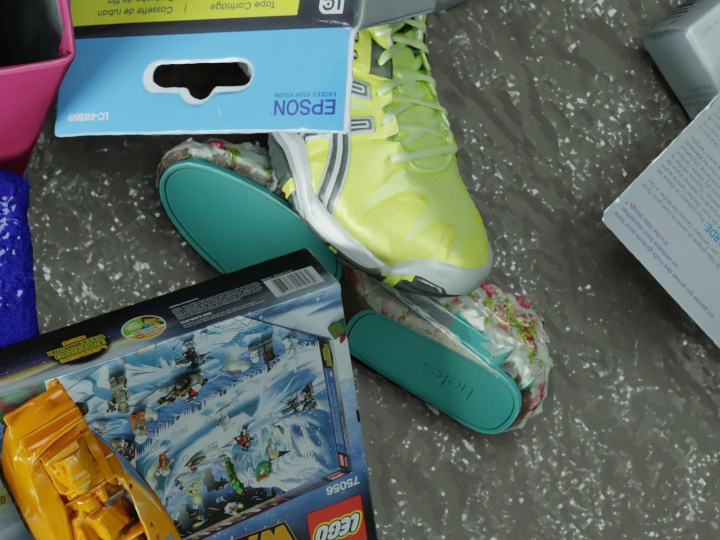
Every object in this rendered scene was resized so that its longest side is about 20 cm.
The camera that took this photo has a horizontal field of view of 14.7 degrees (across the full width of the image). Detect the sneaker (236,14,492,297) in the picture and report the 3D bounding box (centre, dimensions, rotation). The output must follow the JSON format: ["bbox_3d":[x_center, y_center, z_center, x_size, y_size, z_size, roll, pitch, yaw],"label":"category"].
[{"bbox_3d":[0.000,-0.079,1.183,0.075,0.076,0.200,-14,67,-46],"label":"sneaker"}]

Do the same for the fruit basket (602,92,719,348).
[{"bbox_3d":[0.232,-0.031,1.246,0.200,0.094,0.185,-45,105,-1],"label":"fruit basket"}]

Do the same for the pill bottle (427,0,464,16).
[{"bbox_3d":[0.012,-0.222,1.249,0.112,0.112,0.200,-29,84,-17],"label":"pill bottle"}]

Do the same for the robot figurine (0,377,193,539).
[{"bbox_3d":[-0.120,0.148,1.111,0.145,0.058,0.200,-29,124,-8],"label":"robot figurine"}]

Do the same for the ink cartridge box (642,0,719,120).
[{"bbox_3d":[0.249,-0.074,1.313,0.160,0.047,0.200,-37,104,-18],"label":"ink cartridge box"}]

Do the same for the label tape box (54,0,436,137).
[{"bbox_3d":[-0.040,-0.145,1.149,0.143,0.066,0.200,0,78,30],"label":"label tape box"}]

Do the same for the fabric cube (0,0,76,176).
[{"bbox_3d":[-0.237,-0.134,1.128,0.196,0.199,0.200,-9,79,-14],"label":"fabric cube"}]

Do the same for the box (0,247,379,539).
[{"bbox_3d":[-0.096,0.084,1.150,0.200,0.040,0.137,-18,121,-17],"label":"box"}]

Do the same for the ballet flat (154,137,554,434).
[{"bbox_3d":[0.000,0.000,1.227,0.200,0.076,0.064,37,41,-7],"label":"ballet flat"}]

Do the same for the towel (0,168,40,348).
[{"bbox_3d":[-0.225,0.042,1.136,0.200,0.050,0.148,-10,111,-17],"label":"towel"}]
